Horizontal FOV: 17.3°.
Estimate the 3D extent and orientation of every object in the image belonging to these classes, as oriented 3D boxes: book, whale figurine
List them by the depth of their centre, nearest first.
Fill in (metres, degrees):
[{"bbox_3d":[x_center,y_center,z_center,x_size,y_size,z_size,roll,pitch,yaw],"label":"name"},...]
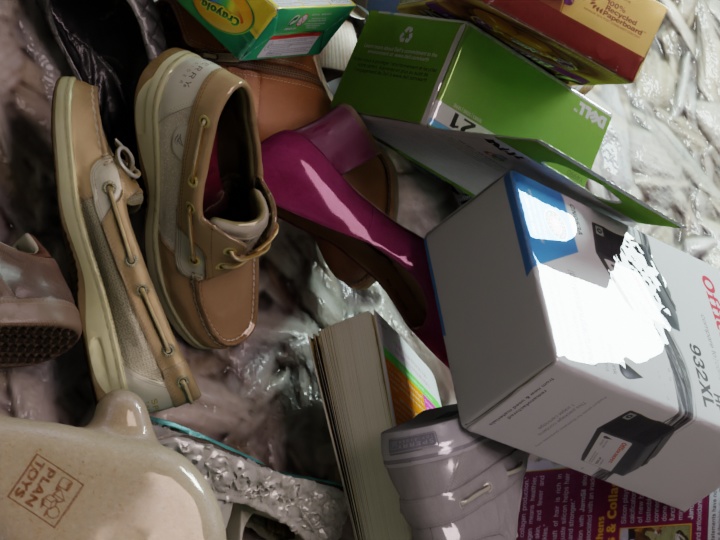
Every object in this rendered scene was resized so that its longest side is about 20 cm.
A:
[{"bbox_3d":[-0.171,0.134,1.291,0.200,0.104,0.159,34,71,-5],"label":"whale figurine"},{"bbox_3d":[0.034,0.142,1.493,0.134,0.048,0.201,40,33,-57],"label":"book"}]

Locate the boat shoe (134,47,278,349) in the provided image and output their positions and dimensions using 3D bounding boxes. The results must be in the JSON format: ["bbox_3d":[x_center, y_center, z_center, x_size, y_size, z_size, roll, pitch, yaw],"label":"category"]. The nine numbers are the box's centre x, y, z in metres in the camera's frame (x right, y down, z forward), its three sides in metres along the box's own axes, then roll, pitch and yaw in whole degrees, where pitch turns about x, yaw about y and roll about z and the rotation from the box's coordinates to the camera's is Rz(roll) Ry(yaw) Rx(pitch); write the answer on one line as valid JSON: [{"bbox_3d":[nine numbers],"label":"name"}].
[{"bbox_3d":[-0.086,-0.033,1.411,0.074,0.066,0.201,-42,135,-39],"label":"boat shoe"}]

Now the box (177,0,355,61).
[{"bbox_3d":[-0.107,-0.212,1.471,0.200,0.048,0.117,46,22,13],"label":"box"}]

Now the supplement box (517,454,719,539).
[{"bbox_3d":[0.183,0.171,1.559,0.103,0.199,0.131,53,38,-51],"label":"supplement box"}]

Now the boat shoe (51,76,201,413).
[{"bbox_3d":[-0.140,-0.016,1.378,0.063,0.073,0.202,-10,82,-6],"label":"boat shoe"}]

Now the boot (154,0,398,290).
[{"bbox_3d":[-0.061,-0.083,1.521,0.154,0.074,0.201,1,69,-44],"label":"boot"}]

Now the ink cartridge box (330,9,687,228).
[{"bbox_3d":[0.102,-0.094,1.481,0.148,0.200,0.076,28,80,-39],"label":"ink cartridge box"}]

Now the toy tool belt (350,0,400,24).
[{"bbox_3d":[0.034,-0.235,1.633,0.200,0.123,0.125,13,23,-49],"label":"toy tool belt"}]

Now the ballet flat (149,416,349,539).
[{"bbox_3d":[-0.073,0.137,1.398,0.200,0.072,0.072,26,55,-48],"label":"ballet flat"}]

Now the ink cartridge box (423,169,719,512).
[{"bbox_3d":[0.147,0.045,1.453,0.200,0.084,0.146,22,42,-37],"label":"ink cartridge box"}]

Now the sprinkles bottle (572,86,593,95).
[{"bbox_3d":[0.127,-0.153,1.698,0.200,0.068,0.069,-16,85,-75],"label":"sprinkles bottle"}]

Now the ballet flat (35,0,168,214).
[{"bbox_3d":[-0.149,-0.128,1.433,0.201,0.066,0.057,64,18,-9],"label":"ballet flat"}]

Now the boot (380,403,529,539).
[{"bbox_3d":[0.070,0.131,1.457,0.200,0.073,0.096,-12,91,-65],"label":"boot"}]

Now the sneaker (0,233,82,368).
[{"bbox_3d":[-0.242,0.008,1.289,0.200,0.070,0.076,11,48,-50],"label":"sneaker"}]

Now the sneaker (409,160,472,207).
[{"bbox_3d":[0.088,-0.044,1.662,0.114,0.075,0.201,28,48,-37],"label":"sneaker"}]

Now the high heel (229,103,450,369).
[{"bbox_3d":[0.000,0.000,1.479,0.096,0.067,0.200,-33,90,-26],"label":"high heel"}]

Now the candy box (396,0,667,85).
[{"bbox_3d":[0.103,-0.164,1.486,0.116,0.200,0.057,27,89,-12],"label":"candy box"}]
